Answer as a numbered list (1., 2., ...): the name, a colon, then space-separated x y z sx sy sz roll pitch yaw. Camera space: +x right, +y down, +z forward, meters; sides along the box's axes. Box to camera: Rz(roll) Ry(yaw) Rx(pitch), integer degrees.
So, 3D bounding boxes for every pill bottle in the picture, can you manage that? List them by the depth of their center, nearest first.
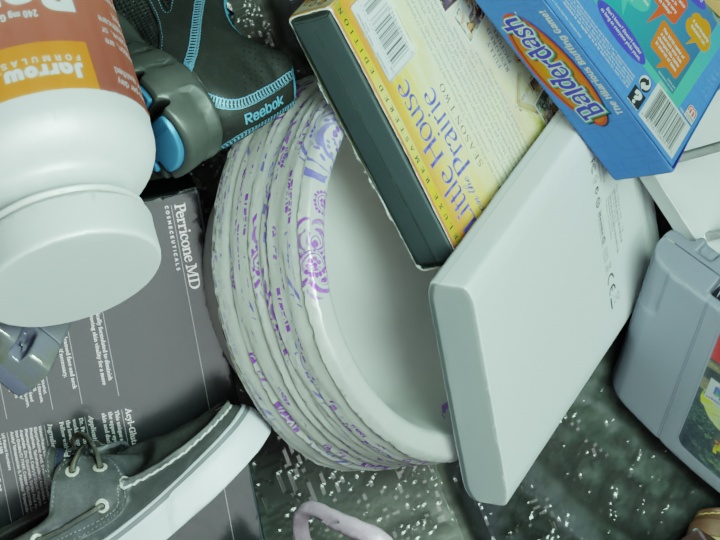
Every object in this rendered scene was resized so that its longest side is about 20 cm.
1. pill bottle: -0.158 -0.081 1.324 0.112 0.112 0.201 -18 66 -5

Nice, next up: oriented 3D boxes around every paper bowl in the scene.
1. paper bowl: 0.000 0.000 1.454 0.104 0.200 0.202 -10 103 39

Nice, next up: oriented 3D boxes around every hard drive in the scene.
1. hard drive: 0.096 0.003 1.445 0.027 0.200 0.133 8 129 27

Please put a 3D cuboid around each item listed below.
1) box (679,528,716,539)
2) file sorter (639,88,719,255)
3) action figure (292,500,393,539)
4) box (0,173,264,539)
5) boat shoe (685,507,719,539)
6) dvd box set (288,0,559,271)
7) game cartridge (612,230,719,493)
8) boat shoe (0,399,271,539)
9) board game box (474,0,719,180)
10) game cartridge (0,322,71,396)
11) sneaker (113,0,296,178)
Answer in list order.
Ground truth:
1. box: 0.138 0.232 1.507 0.200 0.075 0.100 -42 139 14
2. file sorter: 0.267 -0.023 1.481 0.139 0.124 0.201 -40 102 -29
3. action figure: -0.024 0.206 1.494 0.149 0.134 0.200 -59 144 -7
4. box: -0.133 0.064 1.486 0.140 0.079 0.201 -10 99 -2
5. boat shoe: 0.272 0.147 1.564 0.199 0.072 0.068 6 64 0
6. dvd box set: 0.051 -0.115 1.432 0.029 0.200 0.147 -11 118 38
7. game cartridge: 0.219 0.079 1.486 0.200 0.133 0.041 37 60 19
8. boat shoe: -0.138 0.116 1.424 0.200 0.070 0.066 -36 99 10
9. board game box: 0.141 -0.169 1.440 0.152 0.045 0.200 50 56 -26
10. game cartridge: -0.210 -0.045 1.358 0.200 0.130 0.038 41 120 -17
11. sneaker: -0.109 -0.117 1.430 0.082 0.200 0.074 -24 139 -25
